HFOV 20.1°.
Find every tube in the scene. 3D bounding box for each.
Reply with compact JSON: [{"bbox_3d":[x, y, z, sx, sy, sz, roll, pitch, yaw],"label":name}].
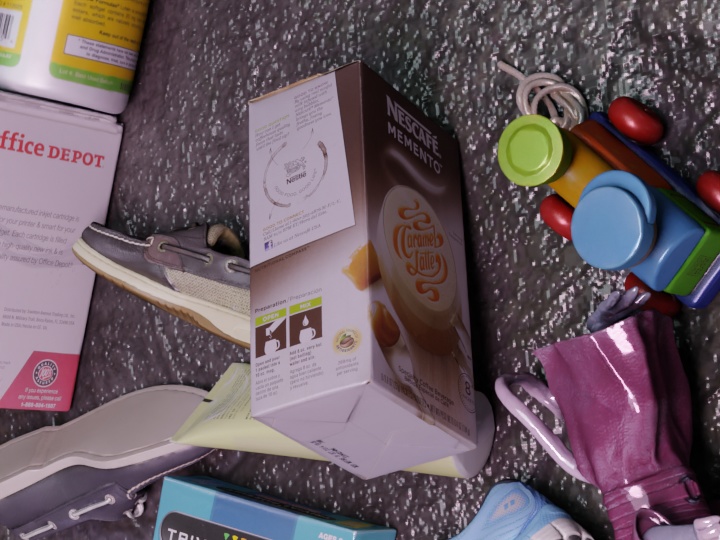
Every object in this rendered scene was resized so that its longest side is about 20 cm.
[{"bbox_3d":[-0.016,0.088,1.216,0.199,0.058,0.052,4,88,33],"label":"tube"}]

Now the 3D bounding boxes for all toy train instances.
[{"bbox_3d":[0.110,-0.062,1.106,0.200,0.115,0.085,44,109,29],"label":"toy train"}]

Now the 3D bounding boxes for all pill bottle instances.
[{"bbox_3d":[-0.186,-0.211,1.328,0.111,0.111,0.201,14,93,34],"label":"pill bottle"}]

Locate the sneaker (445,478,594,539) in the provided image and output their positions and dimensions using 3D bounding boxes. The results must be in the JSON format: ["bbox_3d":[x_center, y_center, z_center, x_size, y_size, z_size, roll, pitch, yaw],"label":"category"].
[{"bbox_3d":[0.055,0.203,1.158,0.200,0.078,0.090,-52,41,15],"label":"sneaker"}]

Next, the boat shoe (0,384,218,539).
[{"bbox_3d":[-0.162,0.129,1.322,0.199,0.073,0.063,-18,118,26],"label":"boat shoe"}]

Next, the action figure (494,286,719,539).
[{"bbox_3d":[0.145,0.118,1.054,0.148,0.134,0.201,-25,69,31],"label":"action figure"}]

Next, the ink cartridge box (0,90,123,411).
[{"bbox_3d":[-0.246,-0.017,1.327,0.084,0.145,0.201,14,93,36],"label":"ink cartridge box"}]

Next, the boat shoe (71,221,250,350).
[{"bbox_3d":[-0.095,0.003,1.274,0.199,0.073,0.065,23,87,30],"label":"boat shoe"}]

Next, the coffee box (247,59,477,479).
[{"bbox_3d":[0.000,0.000,1.143,0.079,0.114,0.201,-19,58,28],"label":"coffee box"}]

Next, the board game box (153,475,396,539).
[{"bbox_3d":[-0.068,0.239,1.239,0.150,0.047,0.201,11,91,34],"label":"board game box"}]
